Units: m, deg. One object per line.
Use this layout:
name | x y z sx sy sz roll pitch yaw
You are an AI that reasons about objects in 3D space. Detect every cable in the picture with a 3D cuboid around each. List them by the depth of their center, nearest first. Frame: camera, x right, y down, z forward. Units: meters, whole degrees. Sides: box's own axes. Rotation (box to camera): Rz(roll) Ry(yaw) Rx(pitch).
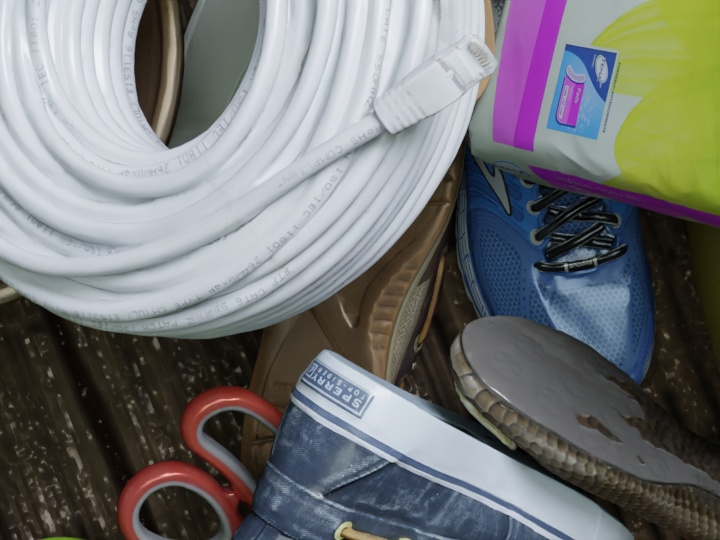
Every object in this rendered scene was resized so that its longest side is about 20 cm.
cable | -0.057 -0.079 0.640 0.200 0.069 0.201 -42 67 20

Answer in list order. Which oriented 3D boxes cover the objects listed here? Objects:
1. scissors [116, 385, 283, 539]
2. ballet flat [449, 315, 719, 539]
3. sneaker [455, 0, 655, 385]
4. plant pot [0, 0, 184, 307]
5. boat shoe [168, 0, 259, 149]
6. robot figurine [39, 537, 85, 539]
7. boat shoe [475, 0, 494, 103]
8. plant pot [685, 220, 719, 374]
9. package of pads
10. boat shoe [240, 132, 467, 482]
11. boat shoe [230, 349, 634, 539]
scissors | -0.013 0.124 0.741 0.073 0.014 0.200 -41 116 1
ballet flat | 0.104 0.073 0.741 0.199 0.068 0.046 25 127 -35
sneaker | 0.070 -0.044 0.760 0.078 0.089 0.202 -15 90 -2
plant pot | -0.165 -0.080 0.753 0.199 0.093 0.203 0 86 -2
boat shoe | -0.033 -0.074 0.784 0.062 0.073 0.201 38 77 -43
robot figurine | -0.150 0.171 0.729 0.198 0.116 0.177 -19 94 -3
boat shoe | 0.009 -0.133 0.715 0.073 0.069 0.202 9 64 -14
plant pot | 0.198 -0.048 0.729 0.199 0.200 0.143 -24 63 -3
package of pads | 0.127 -0.115 0.637 0.068 0.154 0.202 12 94 -39
boat shoe | 0.000 0.000 0.765 0.071 0.072 0.202 10 94 9
boat shoe | 0.023 0.100 0.718 0.071 0.200 0.091 31 90 41
